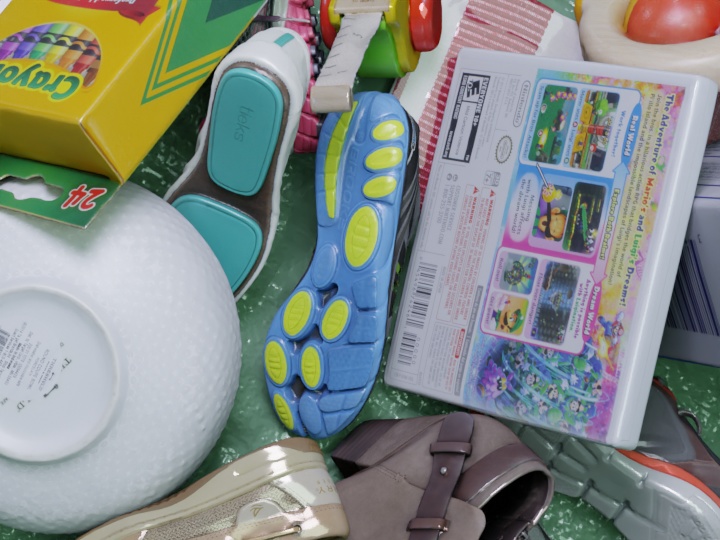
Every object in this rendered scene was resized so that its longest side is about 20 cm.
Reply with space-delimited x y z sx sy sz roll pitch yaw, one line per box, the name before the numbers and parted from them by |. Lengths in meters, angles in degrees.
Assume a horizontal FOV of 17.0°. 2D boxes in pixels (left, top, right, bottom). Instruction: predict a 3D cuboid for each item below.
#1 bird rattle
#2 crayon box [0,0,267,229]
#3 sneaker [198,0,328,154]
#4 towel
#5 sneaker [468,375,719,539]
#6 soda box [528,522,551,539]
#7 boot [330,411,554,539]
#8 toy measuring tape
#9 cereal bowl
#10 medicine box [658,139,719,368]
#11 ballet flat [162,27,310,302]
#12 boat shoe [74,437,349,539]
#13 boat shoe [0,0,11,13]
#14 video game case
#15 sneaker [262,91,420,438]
bird rattle | 0.207 -0.136 1.367 0.162 0.201 0.113 -18 130 -1
crayon box | -0.138 -0.119 1.283 0.201 0.126 0.051 -55 134 -23
sneaker | -0.065 -0.164 1.368 0.074 0.081 0.202 -7 83 4
towel | 0.111 -0.077 1.424 0.199 0.023 0.145 24 82 -6
sneaker | 0.141 0.088 1.400 0.200 0.077 0.082 41 47 2
soda box | 0.030 0.218 1.356 0.200 0.063 0.071 -38 93 -13
boot | 0.012 0.158 1.314 0.070 0.146 0.201 45 72 -37
toy measuring tape | 0.005 -0.122 1.346 0.073 0.074 0.201 27 36 -8
cereal bowl | -0.166 0.049 1.292 0.198 0.083 0.202 1 99 5
medicine box | 0.261 -0.027 1.349 0.199 0.182 0.104 -21 100 -18
ballet flat | -0.067 -0.052 1.326 0.069 0.201 0.070 12 43 -12
boat shoe | -0.101 0.162 1.302 0.199 0.071 0.065 -30 69 12
boat shoe | -0.222 -0.108 1.339 0.071 0.061 0.203 22 81 -8
video game case | 0.101 -0.017 1.330 0.024 0.181 0.202 14 89 -44
sneaker | 0.000 0.000 1.365 0.070 0.083 0.201 15 96 22
